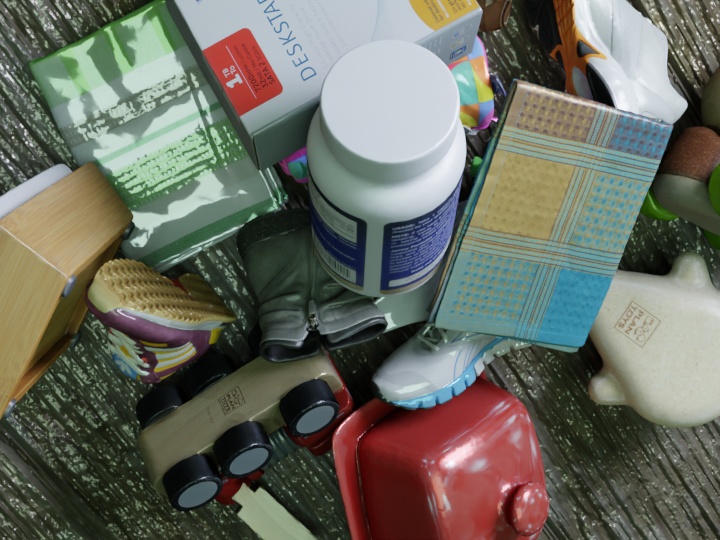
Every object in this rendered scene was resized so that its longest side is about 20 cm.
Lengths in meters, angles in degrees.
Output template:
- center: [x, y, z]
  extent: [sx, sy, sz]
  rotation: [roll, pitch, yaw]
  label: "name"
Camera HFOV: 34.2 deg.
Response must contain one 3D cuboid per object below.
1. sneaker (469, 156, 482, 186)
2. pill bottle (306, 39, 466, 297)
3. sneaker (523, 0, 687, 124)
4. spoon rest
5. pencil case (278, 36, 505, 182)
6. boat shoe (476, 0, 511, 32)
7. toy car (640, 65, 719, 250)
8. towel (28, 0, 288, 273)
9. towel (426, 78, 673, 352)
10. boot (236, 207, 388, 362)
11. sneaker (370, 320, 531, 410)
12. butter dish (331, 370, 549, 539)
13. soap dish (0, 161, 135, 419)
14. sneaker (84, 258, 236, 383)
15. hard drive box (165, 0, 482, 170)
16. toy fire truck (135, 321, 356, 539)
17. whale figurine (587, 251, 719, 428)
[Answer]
- center: [0.179, -0.110, 0.983]
  extent: [0.199, 0.078, 0.086]
  rotation: [-37, 106, -13]
  label: "sneaker"
- center: [0.018, -0.070, 0.849]
  extent: [0.113, 0.201, 0.118]
  rotation: [0, 66, -1]
  label: "pill bottle"
- center: [0.201, -0.197, 0.961]
  extent: [0.091, 0.076, 0.203]
  rotation: [-13, 79, -23]
  label: "sneaker"
- center: [0.056, 0.011, 1.016]
  extent: [0.198, 0.061, 0.101]
  rotation: [-27, 108, -1]
  label: "spoon rest"
- center: [0.019, -0.133, 0.958]
  extent: [0.196, 0.089, 0.090]
  rotation: [-15, 108, -3]
  label: "pencil case"
- center: [0.112, -0.243, 0.886]
  extent: [0.072, 0.200, 0.077]
  rotation: [5, 74, 10]
  label: "boat shoe"
- center: [0.345, -0.123, 0.988]
  extent: [0.156, 0.164, 0.203]
  rotation: [21, 89, -15]
  label: "toy car"
- center: [-0.163, -0.108, 0.961]
  extent: [0.147, 0.031, 0.202]
  rotation: [-26, 108, -3]
  label: "towel"
- center: [0.146, -0.037, 0.913]
  extent: [0.144, 0.022, 0.203]
  rotation: [11, 110, -20]
  label: "towel"
- center: [0.000, 0.000, 0.961]
  extent: [0.197, 0.132, 0.068]
  rotation: [-20, 147, -2]
  label: "boot"
- center: [0.087, 0.039, 0.978]
  extent: [0.198, 0.075, 0.088]
  rotation: [-31, 123, -19]
  label: "sneaker"
- center: [0.095, 0.190, 0.997]
  extent: [0.198, 0.146, 0.204]
  rotation: [-28, 113, -40]
  label: "butter dish"
- center: [-0.249, 0.015, 0.879]
  extent: [0.080, 0.200, 0.159]
  rotation: [29, 107, -4]
  label: "soap dish"
- center: [-0.169, 0.050, 0.924]
  extent: [0.075, 0.200, 0.090]
  rotation: [44, 98, 18]
  label: "sneaker"
- center: [-0.031, -0.197, 0.891]
  extent: [0.198, 0.077, 0.157]
  rotation: [-30, 79, -8]
  label: "hard drive box"
- center: [-0.074, 0.163, 1.020]
  extent: [0.174, 0.130, 0.201]
  rotation: [-32, 148, 0]
  label: "toy fire truck"
- center: [0.256, 0.050, 1.056]
  extent: [0.198, 0.104, 0.161]
  rotation: [34, 99, 8]
  label: "whale figurine"
